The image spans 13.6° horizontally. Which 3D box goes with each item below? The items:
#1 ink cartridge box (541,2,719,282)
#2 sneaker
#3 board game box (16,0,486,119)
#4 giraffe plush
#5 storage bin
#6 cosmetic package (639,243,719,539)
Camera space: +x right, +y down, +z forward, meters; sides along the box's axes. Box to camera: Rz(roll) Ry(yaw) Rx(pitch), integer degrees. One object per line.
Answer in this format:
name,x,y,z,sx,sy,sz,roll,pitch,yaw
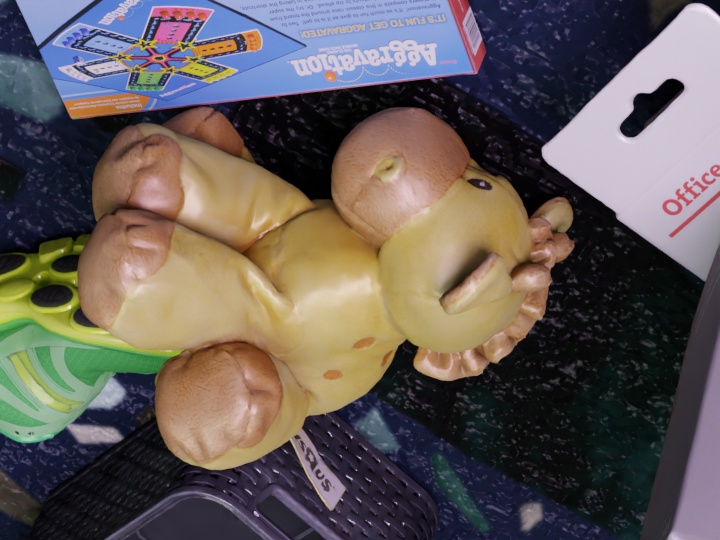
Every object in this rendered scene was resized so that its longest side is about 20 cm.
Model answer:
ink cartridge box,0.187,-0.039,1.221,0.199,0.068,0.116,35,133,-12
sneaker,-0.141,0.034,1.418,0.199,0.074,0.084,-4,127,36
board game box,-0.054,-0.119,1.280,0.199,0.019,0.103,-5,126,25
giraffe plush,0.000,0.000,1.281,0.162,0.173,0.200,-25,124,26
storage bin,-0.074,0.151,1.479,0.135,0.094,0.200,41,133,-16
cosmetic package,0.158,0.070,1.142,0.090,0.201,0.107,20,135,4
